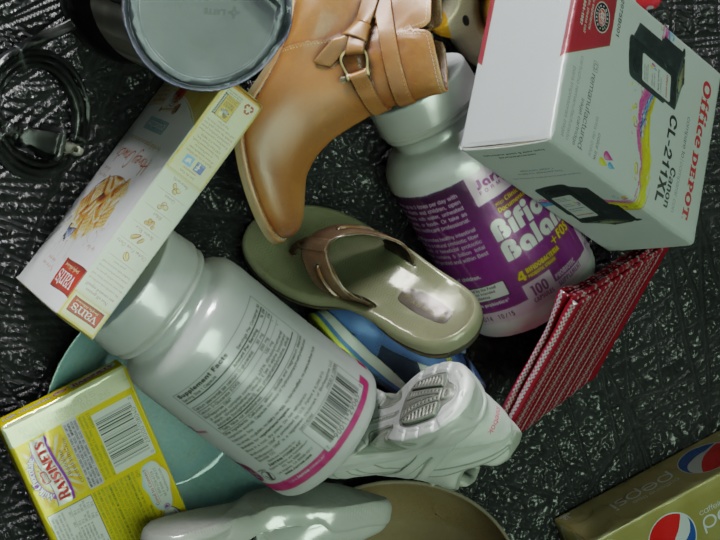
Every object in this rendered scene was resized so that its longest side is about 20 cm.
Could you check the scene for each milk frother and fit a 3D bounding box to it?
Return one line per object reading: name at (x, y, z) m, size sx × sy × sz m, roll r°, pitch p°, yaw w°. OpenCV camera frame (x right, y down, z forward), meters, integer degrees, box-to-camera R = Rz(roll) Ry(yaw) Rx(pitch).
milk frother at (-0.162, -0.149, 1.591) m, size 0.179 × 0.188 × 0.201 m, roll 1°, pitch 100°, yaw -20°

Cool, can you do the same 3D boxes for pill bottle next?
pill bottle at (0.088, -0.059, 1.755) m, size 0.112 × 0.112 × 0.201 m, roll -36°, pitch 112°, yaw -11°
pill bottle at (-0.094, 0.062, 1.664) m, size 0.200 × 0.113 × 0.114 m, roll 40°, pitch 85°, yaw -23°

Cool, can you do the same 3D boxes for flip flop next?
flip flop at (0.000, 0.000, 1.704) m, size 0.081 × 0.199 × 0.058 m, roll -52°, pitch 151°, yaw -18°

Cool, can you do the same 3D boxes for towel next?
towel at (0.165, 0.051, 1.772) m, size 0.022 × 0.200 × 0.145 m, roll 34°, pitch 116°, yaw 16°

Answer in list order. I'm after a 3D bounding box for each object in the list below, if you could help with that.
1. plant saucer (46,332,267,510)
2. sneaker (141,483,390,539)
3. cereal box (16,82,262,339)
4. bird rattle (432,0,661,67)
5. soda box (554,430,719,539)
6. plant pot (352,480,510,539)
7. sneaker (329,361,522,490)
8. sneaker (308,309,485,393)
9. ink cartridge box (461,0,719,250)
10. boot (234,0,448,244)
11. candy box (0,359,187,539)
plant saucer at (-0.143, 0.105, 1.738) m, size 0.200 × 0.039 × 0.202 m, roll -4°, pitch 102°, yaw -21°
sneaker at (-0.068, 0.212, 1.715) m, size 0.199 × 0.075 × 0.089 m, roll -9°, pitch 102°, yaw -28°
cereal box at (-0.158, -0.052, 1.639) m, size 0.039 × 0.144 × 0.200 m, roll 38°, pitch 85°, yaw -21°
bird rattle at (0.134, -0.224, 1.768) m, size 0.199 × 0.113 × 0.164 m, roll 22°, pitch 104°, yaw -37°
soda box at (0.263, 0.195, 1.905) m, size 0.199 × 0.068 × 0.064 m, roll -25°, pitch 110°, yaw -16°
plant pot at (0.031, 0.281, 1.782) m, size 0.200 × 0.200 × 0.135 m, roll -30°, pitch 145°, yaw -13°
sneaker at (0.037, 0.132, 1.711) m, size 0.099 × 0.199 × 0.078 m, roll 39°, pitch 59°, yaw -27°
sneaker at (0.055, 0.070, 1.784) m, size 0.200 × 0.074 × 0.082 m, roll 40°, pitch 83°, yaw -25°
ink cartridge box at (0.174, -0.118, 1.708) m, size 0.200 × 0.082 × 0.147 m, roll 30°, pitch 65°, yaw -45°
boot at (-0.011, -0.122, 1.677) m, size 0.154 × 0.074 × 0.201 m, roll -3°, pitch 94°, yaw 13°
candy box at (-0.182, 0.176, 1.701) m, size 0.102 × 0.026 × 0.201 m, roll -26°, pitch 110°, yaw -14°
